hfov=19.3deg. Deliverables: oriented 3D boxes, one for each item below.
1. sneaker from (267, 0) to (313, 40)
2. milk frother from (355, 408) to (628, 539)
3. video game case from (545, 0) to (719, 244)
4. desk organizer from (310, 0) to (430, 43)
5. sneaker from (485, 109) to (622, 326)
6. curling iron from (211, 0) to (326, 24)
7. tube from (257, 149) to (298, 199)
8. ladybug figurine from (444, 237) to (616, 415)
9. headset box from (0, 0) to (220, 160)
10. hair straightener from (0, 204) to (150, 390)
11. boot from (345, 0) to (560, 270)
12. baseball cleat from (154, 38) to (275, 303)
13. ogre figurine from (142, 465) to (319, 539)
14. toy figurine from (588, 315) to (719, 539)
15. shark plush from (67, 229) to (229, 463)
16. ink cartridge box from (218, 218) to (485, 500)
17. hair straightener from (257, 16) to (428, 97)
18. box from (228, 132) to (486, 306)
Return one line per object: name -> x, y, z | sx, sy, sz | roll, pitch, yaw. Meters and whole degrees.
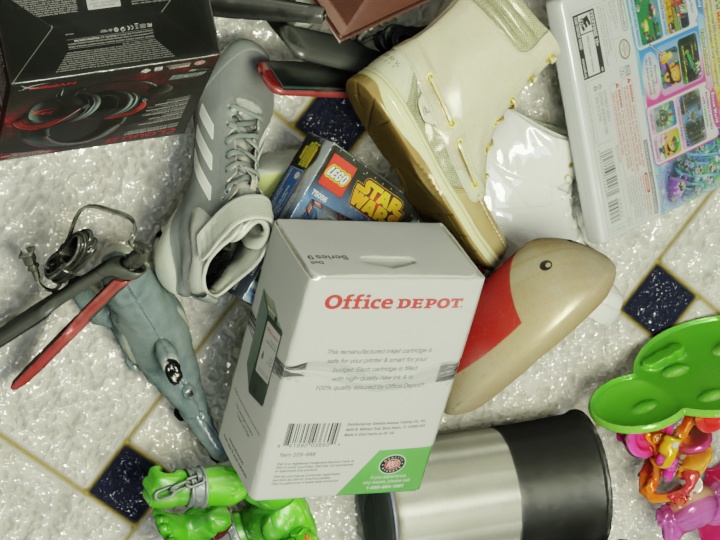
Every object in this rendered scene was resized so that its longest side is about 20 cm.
sneaker -> -0.045, -0.275, 1.583 | 0.088, 0.077, 0.201 | -20, 118, -22
milk frother -> 0.113, 0.217, 1.686 | 0.187, 0.200, 0.182 | -8, 97, -15
video game case -> 0.234, -0.145, 1.693 | 0.182, 0.024, 0.201 | -25, 112, -33
desk organizer -> 0.053, -0.249, 1.561 | 0.199, 0.077, 0.072 | -28, 79, -31
sneaker -> 0.161, -0.049, 1.702 | 0.200, 0.074, 0.116 | 37, 95, -21
curling iron -> -0.122, -0.197, 1.545 | 0.199, 0.050, 0.026 | 12, 93, 10
tube -> -0.043, 0.005, 1.668 | 0.058, 0.052, 0.201 | -2, 113, 20
ladybug figurine -> 0.113, 0.039, 1.630 | 0.072, 0.136, 0.200 | 48, 130, 2
headset box -> -0.191, -0.144, 1.512 | 0.148, 0.200, 0.075 | -9, 78, -16
hair straightener -> -0.225, 0.012, 1.561 | 0.077, 0.041, 0.200 | 46, 131, -6
boot -> 0.094, -0.113, 1.606 | 0.155, 0.072, 0.200 | -43, 122, -15
baseball cleat -> -0.089, -0.072, 1.577 | 0.070, 0.106, 0.201 | 16, 88, -40
ogre figurine -> -0.092, 0.213, 1.682 | 0.119, 0.098, 0.201 | -24, 109, -6
toy figurine -> 0.290, 0.162, 1.769 | 0.199, 0.150, 0.185 | -22, 120, -21
shark plush -> -0.160, 0.066, 1.627 | 0.090, 0.083, 0.201 | -17, 109, -12
ink cartridge box -> -0.008, 0.065, 1.580 | 0.145, 0.084, 0.201 | 1, 123, -27
hair straightener -> 0.021, -0.162, 1.602 | 0.199, 0.041, 0.077 | 4, 131, -37
box -> 0.000, 0.000, 1.646 | 0.200, 0.040, 0.137 | 34, 85, -39
